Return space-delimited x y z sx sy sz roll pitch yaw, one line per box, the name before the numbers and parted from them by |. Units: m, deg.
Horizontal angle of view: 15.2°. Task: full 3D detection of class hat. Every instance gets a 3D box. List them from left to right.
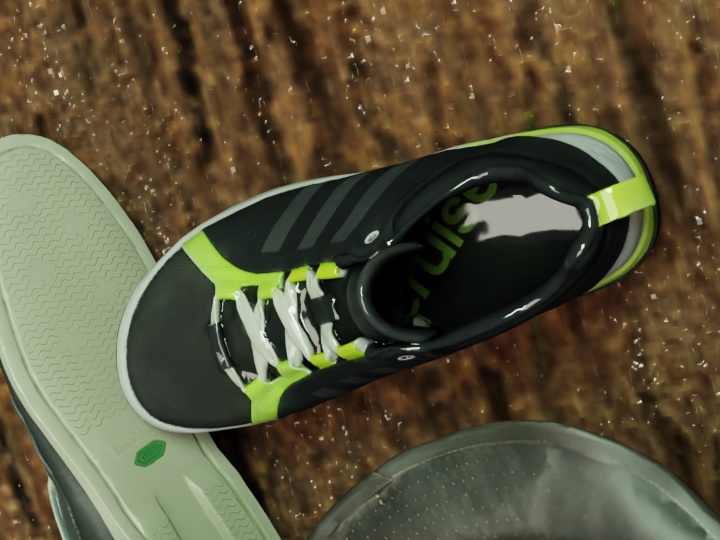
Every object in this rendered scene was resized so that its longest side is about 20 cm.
hat | 0.074 0.139 0.881 0.199 0.081 0.202 4 102 23

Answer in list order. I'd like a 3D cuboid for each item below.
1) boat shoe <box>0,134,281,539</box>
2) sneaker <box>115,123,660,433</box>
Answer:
boat shoe | -0.093 0.051 0.938 0.068 0.072 0.201 -27 87 54
sneaker | 0.000 0.000 0.858 0.199 0.083 0.072 -23 91 19
